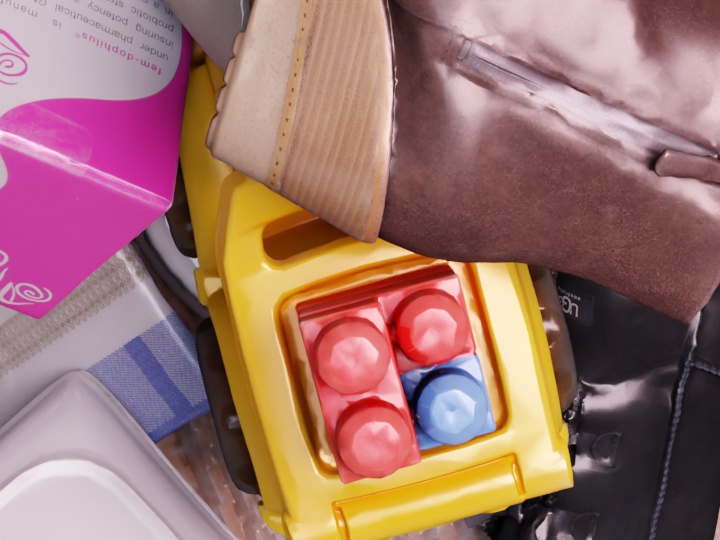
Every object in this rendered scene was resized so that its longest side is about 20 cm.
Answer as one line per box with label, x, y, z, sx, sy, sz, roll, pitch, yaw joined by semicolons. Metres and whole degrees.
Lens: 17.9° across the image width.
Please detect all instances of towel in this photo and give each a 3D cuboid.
towel;-0.151;-0.002;0.924;0.147;0.024;0.200;-33;95;39

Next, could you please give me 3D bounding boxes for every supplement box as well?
supplement box;-0.123;-0.101;0.826;0.101;0.103;0.201;23;52;-26

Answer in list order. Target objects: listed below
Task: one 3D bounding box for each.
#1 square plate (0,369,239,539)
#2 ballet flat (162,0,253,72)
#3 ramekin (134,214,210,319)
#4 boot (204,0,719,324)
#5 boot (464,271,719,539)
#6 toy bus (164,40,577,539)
square plate;-0.111;0.162;0.842;0.200;0.028;0.198;-40;80;-24
ballet flat;-0.070;-0.152;0.795;0.063;0.067;0.201;-2;66;-9
ramekin;-0.007;-0.058;0.928;0.200;0.098;0.201;0;94;-2
boot;0.056;-0.096;0.685;0.166;0.072;0.201;16;103;-5
boot;0.146;0.056;0.952;0.198;0.073;0.163;2;108;-25
toy bus;0.000;0.000;0.788;0.135;0.192;0.201;-15;94;0
